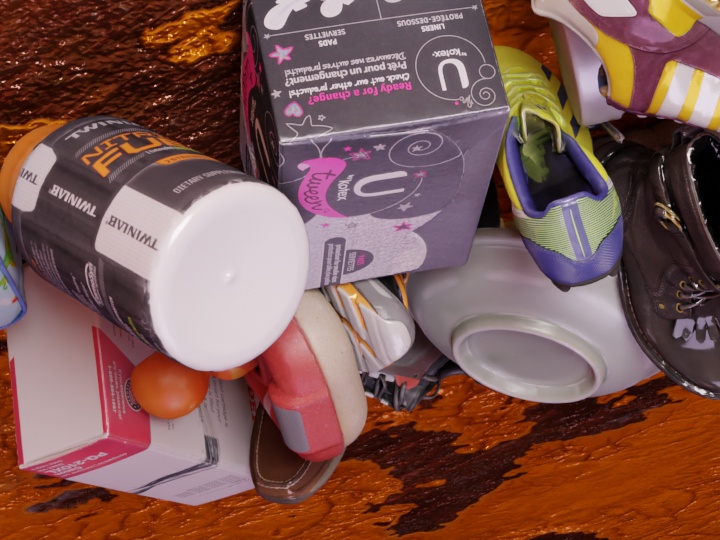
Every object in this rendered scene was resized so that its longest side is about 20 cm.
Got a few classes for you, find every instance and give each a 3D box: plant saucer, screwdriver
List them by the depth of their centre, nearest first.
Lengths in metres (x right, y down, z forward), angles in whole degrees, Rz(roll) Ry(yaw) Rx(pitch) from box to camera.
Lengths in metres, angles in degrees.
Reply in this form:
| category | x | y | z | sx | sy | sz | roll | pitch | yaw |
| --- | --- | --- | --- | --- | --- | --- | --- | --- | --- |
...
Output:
| category | x | y | z | sx | sy | sz | roll | pitch | yaw |
| --- | --- | --- | --- | --- | --- | --- | --- | --- | --- |
| screwdriver | 0.147 | -0.092 | 1.012 | 0.029 | 0.028 | 0.200 | -20 | -170 | 0 |
| plant saucer | 0.118 | 0.045 | 1.157 | 0.198 | 0.051 | 0.201 | 14 | 152 | 8 |

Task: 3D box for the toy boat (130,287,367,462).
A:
| category | x | y | z | sx | sy | sz | roll | pitch | yaw |
| --- | --- | --- | --- | --- | --- | --- | --- | --- | --- |
| toy boat | -0.091 | 0.050 | 1.104 | 0.130 | 0.200 | 0.131 | -28 | 136 | -13 |

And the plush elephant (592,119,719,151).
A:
| category | x | y | z | sx | sy | sz | roll | pitch | yaw |
| --- | --- | --- | --- | --- | --- | --- | --- | --- | --- |
| plush elephant | 0.239 | -0.022 | 1.177 | 0.199 | 0.156 | 0.164 | -23 | 155 | 22 |

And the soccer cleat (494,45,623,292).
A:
| category | x | y | z | sx | sy | sz | roll | pitch | yaw |
| --- | --- | --- | --- | --- | --- | --- | --- | --- | --- |
| soccer cleat | 0.101 | -0.077 | 0.958 | 0.064 | 0.201 | 0.084 | -20 | 135 | 2 |

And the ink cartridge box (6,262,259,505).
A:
| category | x | y | z | sx | sy | sz | roll | pitch | yaw |
| --- | --- | --- | --- | --- | --- | --- | --- | --- | --- |
| ink cartridge box | -0.155 | 0.079 | 1.208 | 0.084 | 0.146 | 0.200 | -21 | 155 | 26 |

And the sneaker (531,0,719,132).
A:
| category | x | y | z | sx | sy | sz | roll | pitch | yaw |
| --- | --- | --- | --- | --- | --- | --- | --- | --- | --- |
| sneaker | 0.171 | -0.104 | 0.850 | 0.090 | 0.075 | 0.200 | -24 | 130 | 36 |

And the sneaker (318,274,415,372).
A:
| category | x | y | z | sx | sy | sz | roll | pitch | yaw |
| --- | --- | --- | --- | --- | --- | --- | --- | --- | --- |
| sneaker | 0.000 | 0.000 | 1.120 | 0.077 | 0.200 | 0.079 | -22 | 118 | -10 |

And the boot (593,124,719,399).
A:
| category | x | y | z | sx | sy | sz | roll | pitch | yaw |
| --- | --- | --- | --- | --- | --- | --- | --- | --- | --- |
| boot | 0.205 | 0.002 | 1.000 | 0.069 | 0.201 | 0.174 | -32 | -168 | -8 |

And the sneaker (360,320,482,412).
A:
| category | x | y | z | sx | sy | sz | roll | pitch | yaw |
| --- | --- | --- | --- | --- | --- | --- | --- | --- | --- |
| sneaker | 0.018 | 0.075 | 1.369 | 0.198 | 0.082 | 0.077 | -9 | 156 | -10 |

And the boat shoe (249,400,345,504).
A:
| category | x | y | z | sx | sy | sz | roll | pitch | yaw |
| --- | --- | --- | --- | --- | --- | --- | --- | --- | --- |
| boat shoe | -0.042 | 0.073 | 1.220 | 0.075 | 0.201 | 0.072 | 0 | 141 | 18 |

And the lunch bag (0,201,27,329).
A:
| category | x | y | z | sx | sy | sz | roll | pitch | yaw |
| --- | --- | --- | --- | --- | --- | --- | --- | --- | --- |
| lunch bag | -0.291 | -0.019 | 1.000 | 0.159 | 0.083 | 0.200 | -13 | 156 | -4 |

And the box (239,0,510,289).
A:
| category | x | y | z | sx | sy | sz | roll | pitch | yaw |
| --- | --- | --- | --- | --- | --- | --- | --- | --- | --- |
| box | 0.001 | -0.081 | 0.974 | 0.131 | 0.116 | 0.200 | -10 | 156 | -8 |

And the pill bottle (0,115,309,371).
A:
| category | x | y | z | sx | sy | sz | roll | pitch | yaw |
| --- | --- | --- | --- | --- | --- | --- | --- | --- | --- |
| pill bottle | -0.126 | -0.025 | 0.946 | 0.106 | 0.107 | 0.199 | 12 | -171 | -44 |

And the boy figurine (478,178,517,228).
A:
| category | x | y | z | sx | sy | sz | roll | pitch | yaw |
| --- | --- | --- | --- | --- | --- | --- | --- | --- | --- |
| boy figurine | 0.072 | -0.005 | 1.246 | 0.123 | 0.065 | 0.200 | -15 | 153 | 2 |

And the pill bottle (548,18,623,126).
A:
| category | x | y | z | sx | sy | sz | roll | pitch | yaw |
| --- | --- | --- | --- | --- | --- | --- | --- | --- | --- |
| pill bottle | 0.206 | -0.149 | 0.927 | 0.198 | 0.117 | 0.116 | -15 | 157 | 3 |
